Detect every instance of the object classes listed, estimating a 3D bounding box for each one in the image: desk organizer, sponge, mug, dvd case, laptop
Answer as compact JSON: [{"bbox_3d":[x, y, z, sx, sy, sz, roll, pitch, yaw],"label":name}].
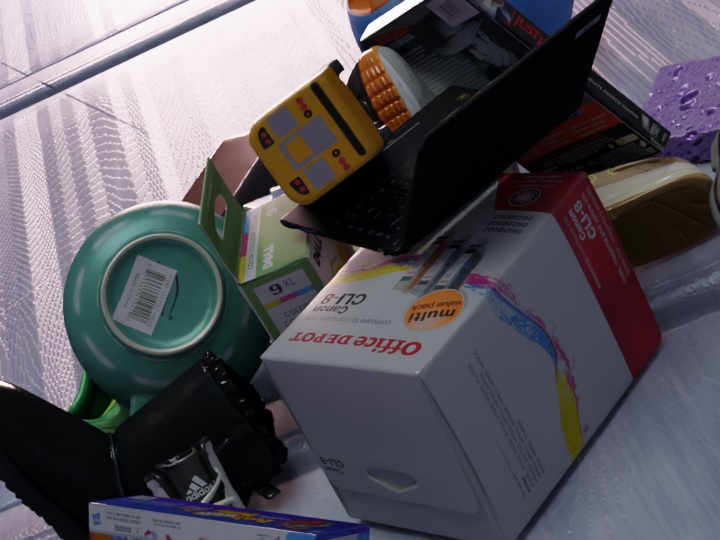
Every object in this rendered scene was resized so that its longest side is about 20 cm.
[{"bbox_3d":[-0.112,-0.044,1.572,0.077,0.072,0.200,-13,31,33],"label":"desk organizer"},{"bbox_3d":[0.307,-0.132,1.359,0.199,0.030,0.112,-9,34,35],"label":"sponge"},{"bbox_3d":[-0.133,0.041,1.306,0.151,0.186,0.114,-25,-9,-6],"label":"mug"},{"bbox_3d":[0.111,-0.134,1.310,0.146,0.200,0.022,-22,37,62],"label":"dvd case"},{"bbox_3d":[0.051,-0.101,1.161,0.177,0.104,0.200,-39,32,-26],"label":"laptop"}]

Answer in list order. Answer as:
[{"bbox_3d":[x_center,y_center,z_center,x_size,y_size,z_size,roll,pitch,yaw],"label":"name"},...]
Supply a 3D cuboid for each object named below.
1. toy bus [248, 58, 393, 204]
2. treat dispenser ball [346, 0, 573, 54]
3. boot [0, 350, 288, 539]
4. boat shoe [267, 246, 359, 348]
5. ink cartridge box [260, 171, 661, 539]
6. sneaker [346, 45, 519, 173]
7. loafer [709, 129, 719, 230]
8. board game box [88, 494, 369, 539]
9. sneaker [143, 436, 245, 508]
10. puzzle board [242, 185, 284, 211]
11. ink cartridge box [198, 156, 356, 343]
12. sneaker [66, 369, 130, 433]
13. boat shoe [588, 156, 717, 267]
[{"bbox_3d":[-0.029,-0.093,1.207,0.078,0.065,0.200,-37,6,2],"label":"toy bus"},{"bbox_3d":[0.087,-0.240,1.567,0.200,0.201,0.201,-23,28,13],"label":"treat dispenser ball"},{"bbox_3d":[-0.155,0.112,1.226,0.162,0.199,0.073,-34,30,6],"label":"boot"},{"bbox_3d":[0.000,0.000,1.391,0.200,0.069,0.075,-37,28,-13],"label":"boat shoe"},{"bbox_3d":[0.067,0.052,1.155,0.145,0.145,0.200,2,41,45],"label":"ink cartridge box"},{"bbox_3d":[0.066,-0.086,1.352,0.092,0.201,0.076,-37,11,-35],"label":"sneaker"},{"bbox_3d":[0.277,-0.065,1.215,0.200,0.072,0.063,-84,14,-60],"label":"loafer"},{"bbox_3d":[-0.079,0.208,1.050,0.199,0.135,0.045,-1,1,44],"label":"board game box"},{"bbox_3d":[-0.090,0.179,1.126,0.075,0.116,0.200,-33,30,-8],"label":"sneaker"},{"bbox_3d":[0.015,-0.084,1.441,0.199,0.017,0.151,-23,12,-16],"label":"puzzle board"},{"bbox_3d":[-0.038,0.009,1.269,0.059,0.200,0.104,-24,28,14],"label":"ink cartridge box"},{"bbox_3d":[-0.164,0.080,1.398,0.074,0.084,0.200,3,41,46],"label":"sneaker"},{"bbox_3d":[0.158,-0.029,1.293,0.199,0.074,0.069,-17,26,4],"label":"boat shoe"}]
